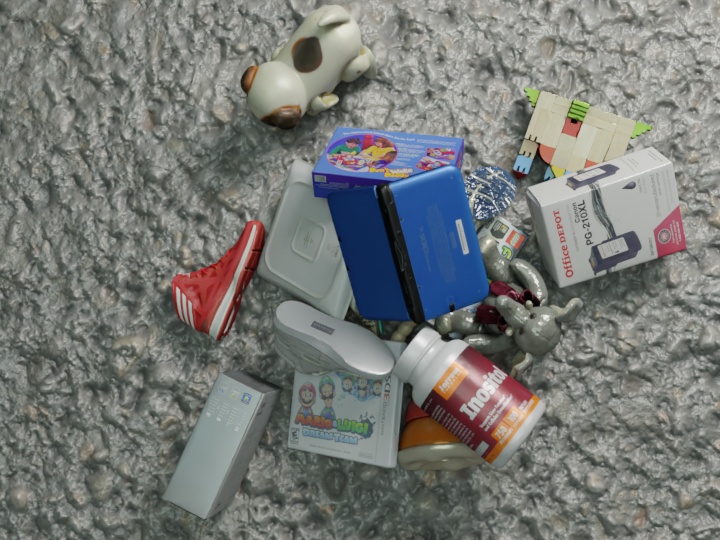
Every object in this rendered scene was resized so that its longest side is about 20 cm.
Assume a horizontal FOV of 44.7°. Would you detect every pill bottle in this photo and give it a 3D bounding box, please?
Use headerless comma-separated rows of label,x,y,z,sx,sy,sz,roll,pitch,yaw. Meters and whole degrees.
pill bottle,0.146,0.171,1.218,0.200,0.113,0.113,37,90,12

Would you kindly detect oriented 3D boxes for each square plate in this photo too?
square plate,-0.071,-0.049,1.335,0.198,0.028,0.201,29,105,36

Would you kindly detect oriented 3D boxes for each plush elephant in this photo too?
plush elephant,0.227,0.069,1.271,0.200,0.155,0.165,36,88,-9

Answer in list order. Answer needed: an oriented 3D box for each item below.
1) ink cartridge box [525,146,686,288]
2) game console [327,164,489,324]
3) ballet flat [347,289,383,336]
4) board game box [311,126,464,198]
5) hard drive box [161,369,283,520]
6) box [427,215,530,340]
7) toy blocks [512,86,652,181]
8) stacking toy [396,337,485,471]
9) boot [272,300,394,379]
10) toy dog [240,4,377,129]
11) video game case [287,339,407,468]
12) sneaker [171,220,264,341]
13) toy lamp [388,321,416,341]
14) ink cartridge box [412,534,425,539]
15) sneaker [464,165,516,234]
ink cartridge box,0.363,-0.077,1.302,0.199,0.084,0.145,-18,114,4
game console,0.067,-0.037,1.238,0.170,0.118,0.201,-18,105,-11
ballet flat,0.000,0.000,1.331,0.075,0.068,0.201,1,87,5
board game box,0.044,-0.152,1.291,0.199,0.135,0.045,8,130,14
hard drive box,-0.203,0.257,1.324,0.077,0.156,0.201,24,87,7
box,0.164,0.001,1.368,0.110,0.035,0.200,34,89,7
toy blocks,0.325,-0.186,1.348,0.199,0.100,0.137,19,99,7
stacking toy,0.118,0.196,1.325,0.145,0.146,0.201,-6,69,5
boot,-0.043,0.124,1.307,0.199,0.096,0.074,28,49,18
toy dog,-0.083,-0.300,1.346,0.200,0.194,0.140,-42,95,-5
video game case,-0.023,0.192,1.330,0.199,0.024,0.183,2,85,37
sneaker,-0.234,0.000,1.388,0.115,0.078,0.201,22,87,6
toy lamp,0.040,0.129,1.344,0.058,0.058,0.200,37,106,7
ink cartridge box,0.116,0.516,1.275,0.200,0.145,0.148,35,90,8
sneaker,0.156,-0.080,1.322,0.077,0.085,0.200,44,67,2
